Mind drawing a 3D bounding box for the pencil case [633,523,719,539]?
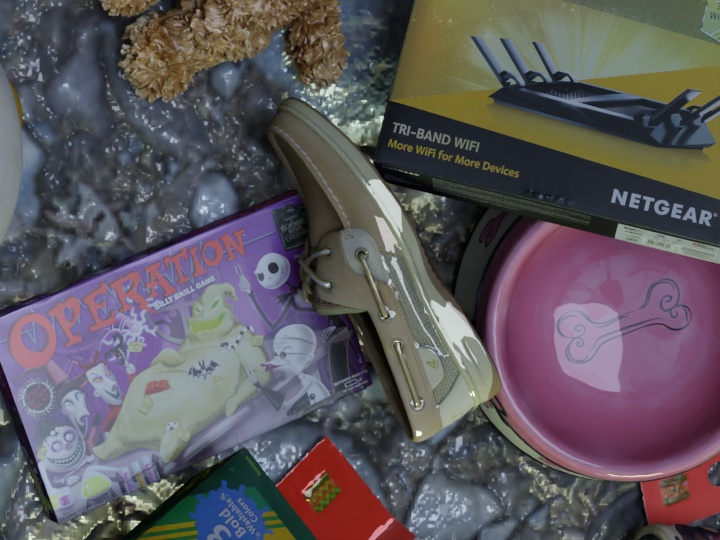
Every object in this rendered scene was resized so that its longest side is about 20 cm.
[{"bbox_3d":[0.253,0.193,1.602,0.199,0.089,0.078,4,93,-23],"label":"pencil case"}]

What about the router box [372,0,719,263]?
[{"bbox_3d":[0.121,-0.105,1.452,0.199,0.052,0.158,13,80,5],"label":"router box"}]

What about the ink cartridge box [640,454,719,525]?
[{"bbox_3d":[0.231,0.043,1.604,0.162,0.057,0.201,-16,95,-22],"label":"ink cartridge box"}]

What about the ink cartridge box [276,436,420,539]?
[{"bbox_3d":[-0.005,0.220,1.513,0.162,0.050,0.200,-44,112,-15],"label":"ink cartridge box"}]

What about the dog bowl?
[{"bbox_3d":[0.151,0.029,1.514,0.199,0.074,0.201,0,99,1],"label":"dog bowl"}]

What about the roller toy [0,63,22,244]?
[{"bbox_3d":[-0.272,-0.063,1.327,0.200,0.140,0.183,-50,121,-15],"label":"roller toy"}]

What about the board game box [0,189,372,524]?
[{"bbox_3d":[-0.100,0.046,1.472,0.199,0.032,0.121,-24,98,-20],"label":"board game box"}]

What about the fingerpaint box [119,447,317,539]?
[{"bbox_3d":[-0.069,0.225,1.422,0.167,0.073,0.200,-39,93,-34],"label":"fingerpaint box"}]

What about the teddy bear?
[{"bbox_3d":[-0.051,-0.166,1.455,0.199,0.067,0.146,-8,99,-22],"label":"teddy bear"}]

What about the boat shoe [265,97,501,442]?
[{"bbox_3d":[0.000,0.000,1.459,0.065,0.072,0.201,-34,100,-10],"label":"boat shoe"}]
